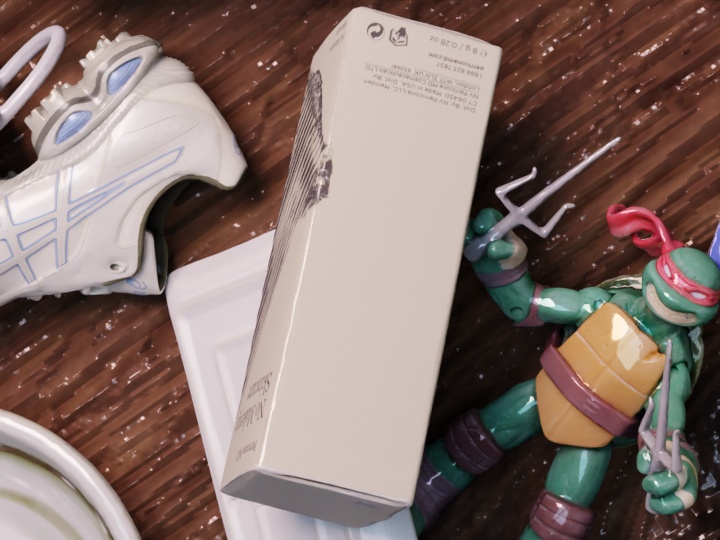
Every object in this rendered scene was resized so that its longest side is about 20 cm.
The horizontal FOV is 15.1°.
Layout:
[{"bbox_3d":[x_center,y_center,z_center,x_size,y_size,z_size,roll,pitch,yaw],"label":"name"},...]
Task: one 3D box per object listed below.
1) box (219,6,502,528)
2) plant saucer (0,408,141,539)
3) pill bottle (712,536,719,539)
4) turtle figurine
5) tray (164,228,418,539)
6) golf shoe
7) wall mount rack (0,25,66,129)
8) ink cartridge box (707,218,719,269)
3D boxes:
[{"bbox_3d":[0.000,0.000,1.121,0.068,0.082,0.200,15,74,-11],"label":"box"},{"bbox_3d":[-0.181,0.159,1.227,0.200,0.050,0.200,0,88,14],"label":"plant saucer"},{"bbox_3d":[0.243,0.130,1.097,0.200,0.111,0.111,-23,84,11],"label":"pill bottle"},{"bbox_3d":[0.095,0.051,1.139,0.150,0.101,0.200,48,117,27],"label":"turtle figurine"},{"bbox_3d":[-0.032,0.084,1.180,0.107,0.022,0.200,-21,80,41],"label":"tray"},{"bbox_3d":[-0.137,-0.010,1.211,0.097,0.078,0.200,45,105,-4],"label":"golf shoe"},{"bbox_3d":[-0.217,-0.044,1.178,0.075,0.174,0.200,40,99,-17],"label":"wall mount rack"},{"bbox_3d":[0.218,-0.077,1.147,0.095,0.037,0.200,19,95,12],"label":"ink cartridge box"}]
